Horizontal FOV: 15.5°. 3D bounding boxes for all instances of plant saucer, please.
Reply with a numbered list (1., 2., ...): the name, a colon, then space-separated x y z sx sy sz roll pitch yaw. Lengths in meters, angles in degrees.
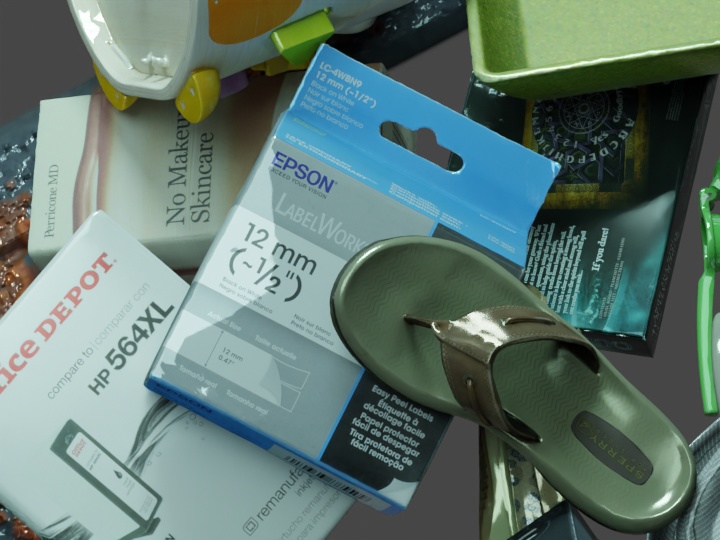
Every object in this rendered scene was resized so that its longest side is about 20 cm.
1. plant saucer: 0.155 -0.165 1.438 0.199 0.048 0.200 -8 45 4

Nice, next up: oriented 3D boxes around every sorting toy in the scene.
1. sorting toy: -0.042 -0.151 1.411 0.179 0.107 0.200 -14 14 -25

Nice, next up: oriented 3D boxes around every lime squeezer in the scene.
1. lime squeezer: 0.207 -0.021 1.399 0.070 0.038 0.200 35 76 -4

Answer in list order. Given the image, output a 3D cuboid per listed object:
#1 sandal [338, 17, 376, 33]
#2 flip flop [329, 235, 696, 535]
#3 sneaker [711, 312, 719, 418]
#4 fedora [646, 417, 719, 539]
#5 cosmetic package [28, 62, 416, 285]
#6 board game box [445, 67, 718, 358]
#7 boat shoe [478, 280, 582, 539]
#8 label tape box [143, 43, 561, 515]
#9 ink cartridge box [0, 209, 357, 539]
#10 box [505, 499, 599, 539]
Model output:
1. sandal: -0.088 -0.161 1.536 0.202 0.050 0.082 17 27 20
2. flip flop: 0.077 0.052 1.251 0.200 0.058 0.081 39 79 2
3. sneaker: 0.232 0.101 1.205 0.106 0.075 0.201 -20 75 10
4. fedora: 0.229 0.118 1.286 0.199 0.090 0.177 -32 61 0
5. cosmetic package: -0.074 -0.044 1.456 0.199 0.087 0.104 -7 64 14
6. board game box: 0.115 -0.057 1.440 0.135 0.028 0.201 8 68 20
7. boat shoe: 0.092 0.102 1.351 0.062 0.073 0.201 -1 77 5
8. label tape box: 0.000 0.000 1.310 0.143 0.066 0.201 27 82 -3
9. ink cartridge box: -0.109 0.090 1.361 0.200 0.084 0.146 40 81 0
10. box: 0.049 0.215 1.246 0.200 0.122 0.106 -36 95 6
